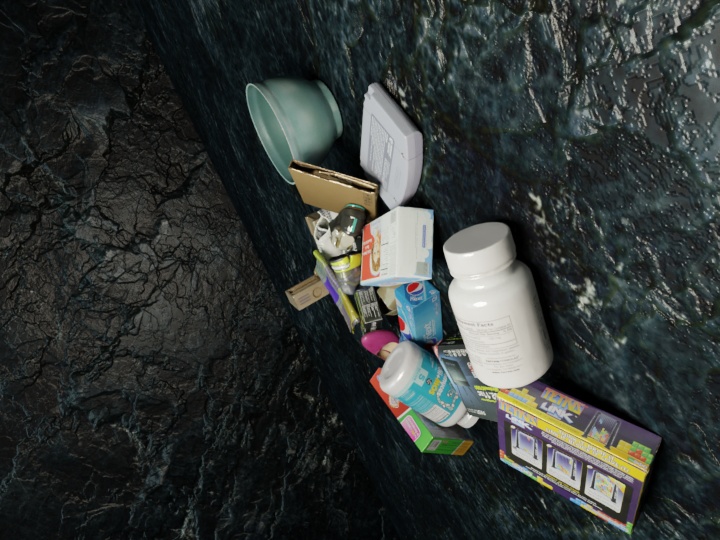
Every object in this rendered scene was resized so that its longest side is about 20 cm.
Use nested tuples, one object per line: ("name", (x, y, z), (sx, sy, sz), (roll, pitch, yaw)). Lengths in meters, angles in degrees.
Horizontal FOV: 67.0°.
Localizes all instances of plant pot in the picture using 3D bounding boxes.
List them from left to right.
("plant pot", (-0.118, -0.290, 1.061), (0.201, 0.133, 0.201), (54, 163, 25))

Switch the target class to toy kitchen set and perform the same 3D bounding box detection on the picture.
("toy kitchen set", (-0.121, -0.020, 1.437), (0.163, 0.179, 0.202), (26, 142, 61))

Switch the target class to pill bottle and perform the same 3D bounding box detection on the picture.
("pill bottle", (0.143, 0.231, 1.069), (0.199, 0.112, 0.111), (32, 168, -13))
("pill bottle", (0.181, 0.045, 0.730), (0.114, 0.113, 0.202), (27, 142, 63))

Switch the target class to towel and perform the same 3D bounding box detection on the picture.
("towel", (-0.058, 0.053, 1.299), (0.202, 0.023, 0.144), (60, 169, 10))

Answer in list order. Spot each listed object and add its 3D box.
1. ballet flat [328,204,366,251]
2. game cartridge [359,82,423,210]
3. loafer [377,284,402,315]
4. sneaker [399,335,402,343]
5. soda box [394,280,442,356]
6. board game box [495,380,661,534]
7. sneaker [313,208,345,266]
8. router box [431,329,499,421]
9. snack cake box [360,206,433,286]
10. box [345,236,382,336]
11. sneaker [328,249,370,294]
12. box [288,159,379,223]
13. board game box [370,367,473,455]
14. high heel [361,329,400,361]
("ballet flat", (-0.033, -0.079, 1.092), (0.200, 0.067, 0.070), (135, 147, -80))
("game cartridge", (0.049, -0.190, 0.893), (0.134, 0.040, 0.201), (59, 164, 22))
("loafer", (0.076, 0.043, 1.134), (0.076, 0.067, 0.201), (53, 162, 27))
("sneaker", (0.146, 0.220, 1.200), (0.201, 0.070, 0.083), (55, 165, 26))
("soda box", (0.121, 0.107, 1.099), (0.064, 0.067, 0.202), (46, 158, 42))
("board game box", (0.286, 0.244, 0.741), (0.198, 0.057, 0.167), (23, 141, 36))
("sneaker", (-0.077, -0.074, 1.307), (0.076, 0.080, 0.202), (39, 137, 35))
("router box", (0.215, 0.179, 0.939), (0.151, 0.062, 0.200), (60, 164, 1))
("snack cake box", (0.060, -0.036, 0.966), (0.200, 0.066, 0.117), (164, 108, -73))
("box", (0.005, 0.050, 1.274), (0.194, 0.047, 0.203), (94, 162, -69))
("sneaker", (0.000, 0.000, 1.118), (0.073, 0.199, 0.082), (-6, 95, 29))
("box", (-0.044, -0.143, 1.027), (0.161, 0.022, 0.200), (17, 171, 5))
("board game box", (0.127, 0.295, 1.144), (0.152, 0.041, 0.200), (23, -162, -43))
("high heel", (0.083, 0.198, 1.238), (0.199, 0.067, 0.097), (22, -148, -42))
